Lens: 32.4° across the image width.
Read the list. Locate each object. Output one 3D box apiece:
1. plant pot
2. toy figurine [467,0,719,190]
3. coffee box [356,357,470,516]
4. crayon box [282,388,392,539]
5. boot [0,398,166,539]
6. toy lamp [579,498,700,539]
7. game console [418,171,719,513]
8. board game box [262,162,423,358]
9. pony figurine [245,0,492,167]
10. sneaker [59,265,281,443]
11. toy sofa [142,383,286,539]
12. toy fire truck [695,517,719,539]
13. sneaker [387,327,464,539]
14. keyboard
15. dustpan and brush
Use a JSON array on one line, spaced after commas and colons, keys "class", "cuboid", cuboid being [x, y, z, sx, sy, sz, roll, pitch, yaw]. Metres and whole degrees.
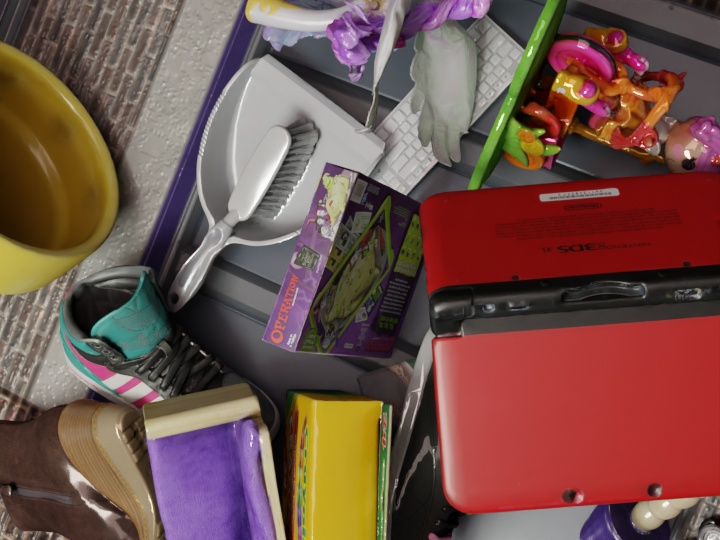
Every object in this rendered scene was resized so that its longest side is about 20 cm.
[{"class": "plant pot", "cuboid": [-0.327, -0.053, 0.980, 0.188, 0.200, 0.202, -32, 76, 28]}, {"class": "toy figurine", "cuboid": [0.188, -0.093, 0.829, 0.183, 0.200, 0.151, 25, 70, 5]}, {"class": "coffee box", "cuboid": [0.106, 0.106, 0.897, 0.199, 0.044, 0.124, -16, 81, 16]}, {"class": "crayon box", "cuboid": [-0.020, 0.148, 0.852, 0.050, 0.200, 0.128, 2, 85, -10]}, {"class": "boot", "cuboid": [-0.209, 0.199, 0.987, 0.165, 0.072, 0.201, -13, 101, 36]}, {"class": "toy lamp", "cuboid": [0.214, 0.143, 0.808, 0.058, 0.058, 0.200, 54, 138, 14]}, {"class": "game console", "cuboid": [0.140, 0.037, 0.748, 0.198, 0.173, 0.119, -4, 127, 1]}, {"class": "board game box", "cuboid": [0.000, 0.000, 0.858, 0.032, 0.200, 0.121, 16, 90, 19]}, {"class": "pony figurine", "cuboid": [0.022, -0.188, 0.873, 0.199, 0.166, 0.194, 19, 95, 24]}, {"class": "sneaker", "cuboid": [-0.151, 0.060, 0.938, 0.199, 0.121, 0.084, 23, 58, 18]}, {"class": "toy sofa", "cuboid": [-0.098, 0.190, 0.884, 0.082, 0.098, 0.202, -11, 103, -10]}, {"class": "toy fire truck", "cuboid": [0.275, 0.229, 0.831, 0.200, 0.049, 0.141, -45, 75, 9]}, {"class": "sneaker", "cuboid": [0.074, 0.142, 0.843, 0.099, 0.071, 0.202, 11, 85, 24]}, {"class": "keyboard", "cuboid": [0.044, -0.106, 0.951, 0.200, 0.011, 0.056, -47, 74, 9]}, {"class": "dustpan and brush", "cuboid": [-0.089, -0.051, 0.962, 0.139, 0.057, 0.201, 38, 108, 17]}]
